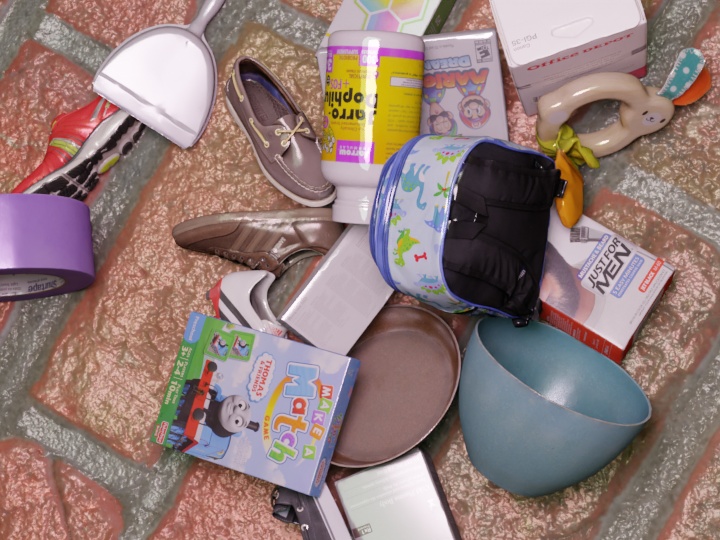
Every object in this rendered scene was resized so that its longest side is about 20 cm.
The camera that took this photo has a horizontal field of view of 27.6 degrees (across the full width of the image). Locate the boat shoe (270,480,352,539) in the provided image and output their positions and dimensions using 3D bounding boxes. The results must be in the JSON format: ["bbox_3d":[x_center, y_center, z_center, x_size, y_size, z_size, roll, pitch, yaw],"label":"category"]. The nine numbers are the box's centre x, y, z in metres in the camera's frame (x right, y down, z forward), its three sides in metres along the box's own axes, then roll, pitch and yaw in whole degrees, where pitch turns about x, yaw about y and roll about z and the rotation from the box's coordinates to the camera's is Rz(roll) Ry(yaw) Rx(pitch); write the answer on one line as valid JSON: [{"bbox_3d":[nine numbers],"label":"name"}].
[{"bbox_3d":[-0.063,0.253,1.577,0.066,0.070,0.200,-25,56,-7],"label":"boat shoe"}]

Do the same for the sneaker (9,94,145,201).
[{"bbox_3d":[-0.342,-0.139,1.721,0.085,0.077,0.200,40,74,21],"label":"sneaker"}]

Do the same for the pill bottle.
[{"bbox_3d":[0.012,-0.150,1.547,0.104,0.104,0.200,4,95,12],"label":"pill bottle"}]

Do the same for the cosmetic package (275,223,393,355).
[{"bbox_3d":[0.000,0.000,1.615,0.083,0.051,0.200,39,80,-9],"label":"cosmetic package"}]

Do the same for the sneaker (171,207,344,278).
[{"bbox_3d":[-0.117,-0.028,1.660,0.200,0.070,0.076,-5,84,12],"label":"sneaker"}]

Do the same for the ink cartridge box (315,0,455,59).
[{"bbox_3d":[0.042,-0.303,1.675,0.104,0.059,0.200,28,88,14],"label":"ink cartridge box"}]

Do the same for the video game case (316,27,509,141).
[{"bbox_3d":[0.062,-0.168,1.626,0.200,0.024,0.182,-5,110,10],"label":"video game case"}]

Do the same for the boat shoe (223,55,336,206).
[{"bbox_3d":[-0.090,-0.159,1.659,0.072,0.060,0.200,-24,64,-21],"label":"boat shoe"}]

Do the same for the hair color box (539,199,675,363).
[{"bbox_3d":[0.224,-0.001,1.582,0.200,0.064,0.111,31,77,15],"label":"hair color box"}]

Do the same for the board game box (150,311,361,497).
[{"bbox_3d":[-0.114,0.141,1.574,0.200,0.037,0.151,15,84,23],"label":"board game box"}]

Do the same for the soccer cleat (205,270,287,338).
[{"bbox_3d":[-0.116,0.096,1.636,0.085,0.069,0.200,-17,77,27],"label":"soccer cleat"}]

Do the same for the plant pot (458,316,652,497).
[{"bbox_3d":[0.181,0.155,1.524,0.200,0.200,0.135,31,111,14],"label":"plant pot"}]

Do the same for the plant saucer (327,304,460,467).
[{"bbox_3d":[0.023,0.129,1.590,0.200,0.032,0.200,-17,51,22],"label":"plant saucer"}]

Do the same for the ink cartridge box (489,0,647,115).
[{"bbox_3d":[0.225,-0.246,1.558,0.146,0.200,0.083,-18,78,8],"label":"ink cartridge box"}]

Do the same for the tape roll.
[{"bbox_3d":[-0.402,-0.022,1.650,0.200,0.200,0.085,-8,79,10],"label":"tape roll"}]

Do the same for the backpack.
[{"bbox_3d":[0.093,-0.048,1.472,0.147,0.200,0.183,10,89,33],"label":"backpack"}]

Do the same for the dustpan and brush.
[{"bbox_3d":[-0.207,-0.259,1.720,0.140,0.057,0.200,33,87,-10],"label":"dustpan and brush"}]

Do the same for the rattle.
[{"bbox_3d":[0.293,-0.143,1.554,0.200,0.130,0.143,-9,40,-1],"label":"rattle"}]

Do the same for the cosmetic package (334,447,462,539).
[{"bbox_3d":[0.058,0.303,1.566,0.107,0.090,0.200,-24,74,4],"label":"cosmetic package"}]
